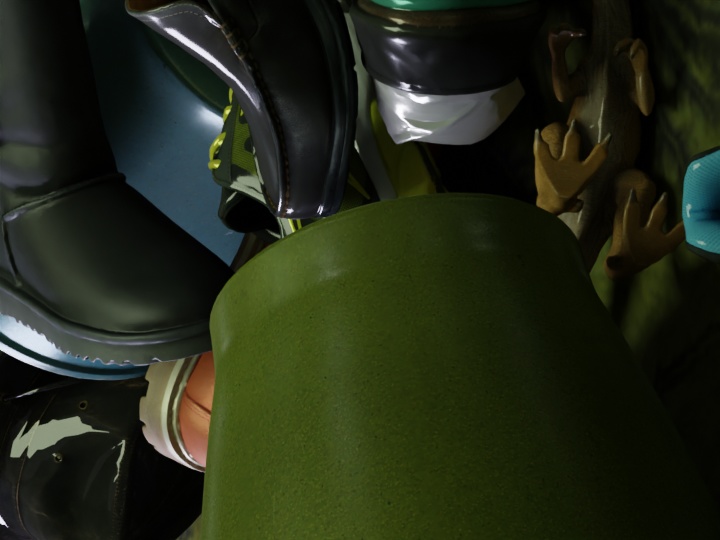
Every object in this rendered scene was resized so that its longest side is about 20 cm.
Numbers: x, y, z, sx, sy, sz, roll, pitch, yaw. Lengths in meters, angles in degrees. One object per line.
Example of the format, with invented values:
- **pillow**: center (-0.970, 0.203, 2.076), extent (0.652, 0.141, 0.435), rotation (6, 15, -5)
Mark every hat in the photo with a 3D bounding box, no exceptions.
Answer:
- **hat**: center (-0.116, 0.092, 1.274), extent (0.081, 0.200, 0.202), rotation (34, 125, 32)

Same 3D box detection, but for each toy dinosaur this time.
- **toy dinosaur**: center (0.081, -0.023, 0.935), extent (0.106, 0.060, 0.201), rotation (-92, 14, -79)

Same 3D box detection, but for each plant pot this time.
- **plant pot**: center (-0.090, -0.080, 1.174), extent (0.188, 0.199, 0.201), rotation (-38, 54, 47)
- **plant pot**: center (0.030, 0.087, 0.847), extent (0.201, 0.199, 0.194), rotation (124, 140, -54)

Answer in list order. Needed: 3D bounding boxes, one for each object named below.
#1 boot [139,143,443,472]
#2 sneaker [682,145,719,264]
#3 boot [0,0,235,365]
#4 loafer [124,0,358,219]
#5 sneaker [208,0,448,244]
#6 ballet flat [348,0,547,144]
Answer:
- **boot**: center (0.000, 0.000, 1.058), extent (0.107, 0.075, 0.201), rotation (17, 78, 47)
- **sneaker**: center (0.160, -0.026, 0.688), extent (0.200, 0.081, 0.074), rotation (150, 120, -63)
- **boot**: center (-0.113, -0.073, 1.022), extent (0.164, 0.065, 0.201), rotation (12, 115, 49)
- **loafer**: center (-0.048, -0.102, 0.908), extent (0.073, 0.072, 0.201), rotation (-128, 23, -57)
- **sneaker**: center (-0.028, -0.061, 1.016), extent (0.201, 0.084, 0.075), rotation (63, -178, 32)
- **ballet flat**: center (0.034, -0.085, 0.948), extent (0.200, 0.068, 0.069), rotation (-73, -15, -72)
